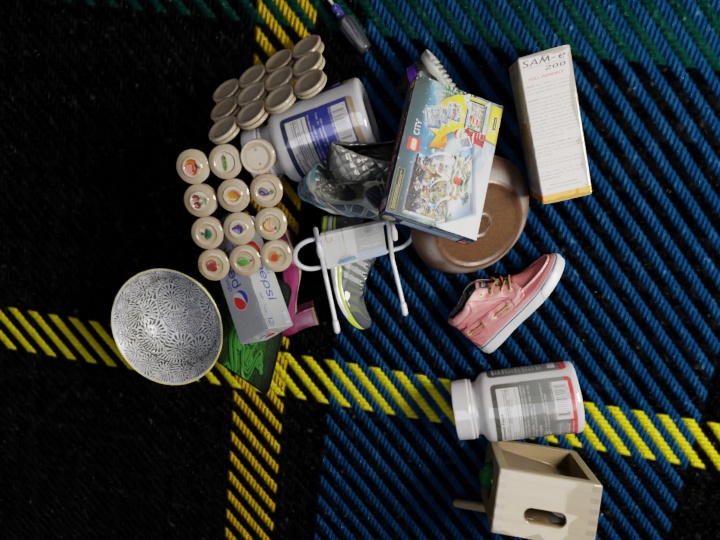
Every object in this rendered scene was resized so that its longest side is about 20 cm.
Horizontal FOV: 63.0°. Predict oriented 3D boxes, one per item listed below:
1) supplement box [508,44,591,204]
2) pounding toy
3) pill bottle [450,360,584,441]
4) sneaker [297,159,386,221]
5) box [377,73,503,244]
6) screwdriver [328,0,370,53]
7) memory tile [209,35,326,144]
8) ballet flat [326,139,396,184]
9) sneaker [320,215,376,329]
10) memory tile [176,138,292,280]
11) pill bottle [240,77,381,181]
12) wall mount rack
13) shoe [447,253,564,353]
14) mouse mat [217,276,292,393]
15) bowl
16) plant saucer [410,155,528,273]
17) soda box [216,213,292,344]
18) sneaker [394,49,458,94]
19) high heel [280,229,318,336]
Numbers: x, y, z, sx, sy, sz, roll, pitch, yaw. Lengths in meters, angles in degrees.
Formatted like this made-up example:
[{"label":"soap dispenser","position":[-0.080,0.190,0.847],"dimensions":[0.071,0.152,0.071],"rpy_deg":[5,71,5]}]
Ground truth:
[{"label":"supplement box","position":[0.273,-0.209,0.851],"dimensions":[0.072,0.126,0.203],"rpy_deg":[-11,102,11]},{"label":"pounding toy","position":[0.265,0.374,0.974],"dimensions":[0.197,0.184,0.144],"rpy_deg":[7,92,6]},{"label":"pill bottle","position":[0.252,0.217,0.960],"dimensions":[0.197,0.114,0.116],"rpy_deg":[-9,102,10]},{"label":"sneaker","position":[-0.008,-0.119,0.917],"dimensions":[0.198,0.086,0.079],"rpy_deg":[15,72,-36]},{"label":"box","position":[0.113,-0.152,0.813],"dimensions":[0.135,0.038,0.203],"rpy_deg":[16,79,-12]},{"label":"screwdriver","position":[-0.052,-0.418,0.894],"dimensions":[0.028,0.029,0.201],"rpy_deg":[-36,101,14]},{"label":"memory tile","position":[-0.141,-0.274,0.888],"dimensions":[0.198,0.155,0.017],"rpy_deg":[-23,137,15]},{"label":"ballet flat","position":[0.047,-0.167,0.835],"dimensions":[0.197,0.067,0.057],"rpy_deg":[-15,136,-16]},{"label":"sneaker","position":[-0.008,0.000,0.969],"dimensions":[0.080,0.074,0.203],"rpy_deg":[-13,103,8]},{"label":"memory tile","position":[-0.185,-0.087,0.874],"dimensions":[0.151,0.017,0.203],"rpy_deg":[-7,107,4]},{"label":"pill bottle","position":[-0.076,-0.205,0.904],"dimensions":[0.197,0.120,0.121],"rpy_deg":[-16,101,12]},{"label":"wall mount rack","position":[0.000,0.000,0.910],"dimensions":[0.197,0.075,0.175],"rpy_deg":[-13,131,-3]},{"label":"shoe","position":[0.230,0.035,0.942],"dimensions":[0.091,0.072,0.201],"rpy_deg":[35,110,-7]},{"label":"mouse mat","position":[-0.194,0.092,1.011],"dimensions":[0.160,0.007,0.203],"rpy_deg":[24,109,31]},{"label":"bowl","position":[-0.317,0.085,1.019],"dimensions":[0.198,0.094,0.204],"rpy_deg":[2,104,7]},{"label":"plant saucer","position":[0.175,-0.075,0.897],"dimensions":[0.197,0.037,0.203],"rpy_deg":[-8,122,-13]},{"label":"soda box","position":[-0.183,0.013,0.955],"dimensions":[0.068,0.063,0.202],"rpy_deg":[-30,75,30]},{"label":"sneaker","position":[0.124,-0.225,0.904],"dimensions":[0.099,0.070,0.201],"rpy_deg":[-33,94,22]},{"label":"high heel","position":[-0.141,0.017,0.994],"dimensions":[0.095,0.068,0.202],"rpy_deg":[-15,114,1]}]
